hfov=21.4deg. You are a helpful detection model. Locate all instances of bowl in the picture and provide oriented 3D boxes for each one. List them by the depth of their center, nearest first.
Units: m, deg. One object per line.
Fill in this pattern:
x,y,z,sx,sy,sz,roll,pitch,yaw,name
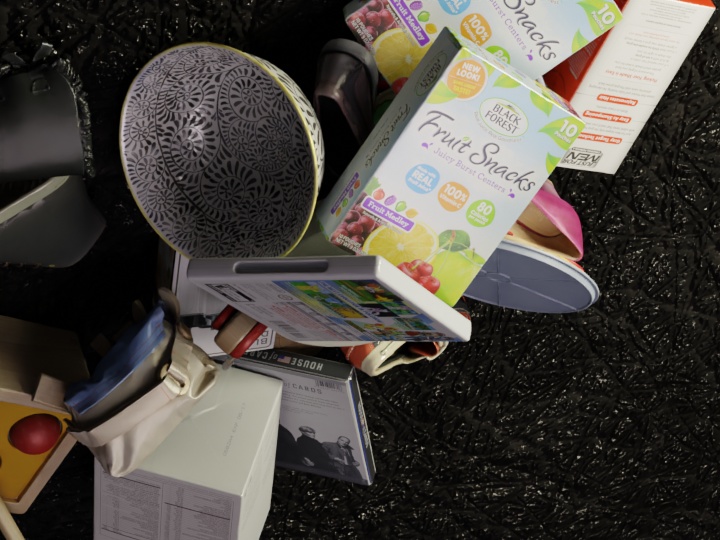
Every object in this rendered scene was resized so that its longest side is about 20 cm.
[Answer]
-0.101,-0.109,1.640,0.094,0.200,0.201,-36,161,-54,bowl

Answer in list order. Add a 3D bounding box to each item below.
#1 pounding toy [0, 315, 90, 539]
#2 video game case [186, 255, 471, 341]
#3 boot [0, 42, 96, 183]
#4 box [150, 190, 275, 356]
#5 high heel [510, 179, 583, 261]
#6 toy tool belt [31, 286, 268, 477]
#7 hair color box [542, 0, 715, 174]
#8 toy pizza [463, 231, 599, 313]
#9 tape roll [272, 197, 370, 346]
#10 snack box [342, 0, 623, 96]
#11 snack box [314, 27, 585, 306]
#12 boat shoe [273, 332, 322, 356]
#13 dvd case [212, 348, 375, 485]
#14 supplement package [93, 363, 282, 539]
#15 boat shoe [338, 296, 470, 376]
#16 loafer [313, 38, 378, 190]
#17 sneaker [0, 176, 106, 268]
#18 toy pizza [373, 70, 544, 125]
-0.352,0.163,1.796,0.183,0.143,0.200,15,126,-36,pounding toy
-0.024,0.026,1.641,0.181,0.022,0.200,-1,162,26,video game case
-0.297,-0.081,1.568,0.161,0.073,0.200,-13,106,-14,boot
-0.129,-0.009,1.787,0.116,0.060,0.201,-6,136,-20,box
0.128,-0.059,1.832,0.199,0.096,0.067,16,125,-38,high heel
-0.192,0.079,1.724,0.200,0.123,0.125,-47,-178,-2,toy tool belt
0.233,-0.188,1.777,0.101,0.061,0.201,6,130,-31,hair color box
0.139,-0.007,1.872,0.198,0.032,0.200,14,164,4,toy pizza
0.000,0.000,1.753,0.201,0.037,0.204,-9,145,-6,tape roll
0.104,-0.221,1.639,0.199,0.053,0.143,-34,108,10,snack box
0.075,-0.085,1.622,0.142,0.053,0.201,27,108,-29,snack box
-0.043,0.000,1.835,0.071,0.065,0.201,5,134,-16,boat shoe
-0.067,0.145,1.936,0.149,0.025,0.201,11,145,15,dvd case
-0.172,0.210,1.888,0.149,0.152,0.201,14,135,6,supplement package
0.052,0.065,1.913,0.199,0.063,0.071,-9,136,-52,boat shoe
-0.017,-0.111,1.674,0.071,0.063,0.201,13,141,17,loafer
-0.321,-0.022,1.666,0.199,0.075,0.107,-27,137,1,sneaker
0.075,-0.131,1.736,0.198,0.032,0.202,-4,125,-5,toy pizza
